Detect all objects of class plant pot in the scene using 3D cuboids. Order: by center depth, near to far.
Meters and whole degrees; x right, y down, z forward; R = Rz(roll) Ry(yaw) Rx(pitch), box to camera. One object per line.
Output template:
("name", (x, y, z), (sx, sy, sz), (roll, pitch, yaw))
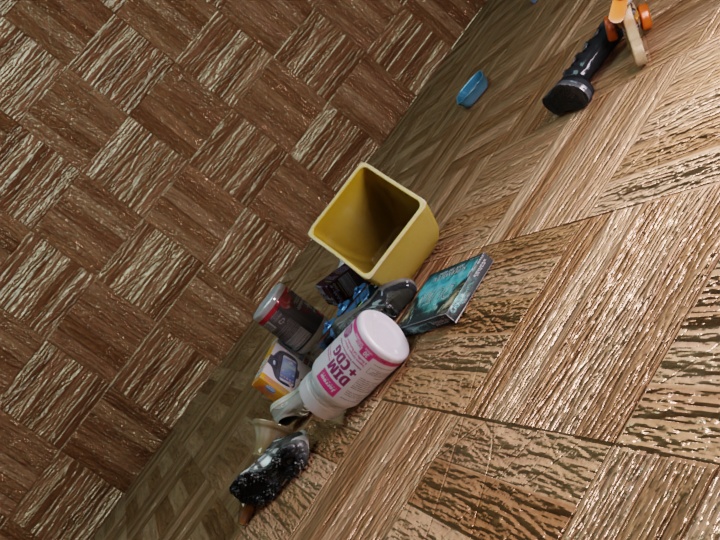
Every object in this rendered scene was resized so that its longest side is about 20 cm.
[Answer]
("plant pot", (0.052, -0.068, 1.664), (0.195, 0.200, 0.194), (37, 88, 35))

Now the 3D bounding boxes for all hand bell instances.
("hand bell", (-0.201, 0.410, 1.575), (0.104, 0.104, 0.201), (-34, 34, 60))

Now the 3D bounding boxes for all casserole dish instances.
("casserole dish", (0.362, -0.580, 2.532), (0.121, 0.039, 0.200), (-49, 10, 19))

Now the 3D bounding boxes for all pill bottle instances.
("pill bottle", (-0.016, 0.174, 1.417), (0.200, 0.113, 0.113), (-47, 11, 27))
("pill bottle", (-0.148, 0.130, 1.891), (0.111, 0.200, 0.111), (-49, 11, 13))

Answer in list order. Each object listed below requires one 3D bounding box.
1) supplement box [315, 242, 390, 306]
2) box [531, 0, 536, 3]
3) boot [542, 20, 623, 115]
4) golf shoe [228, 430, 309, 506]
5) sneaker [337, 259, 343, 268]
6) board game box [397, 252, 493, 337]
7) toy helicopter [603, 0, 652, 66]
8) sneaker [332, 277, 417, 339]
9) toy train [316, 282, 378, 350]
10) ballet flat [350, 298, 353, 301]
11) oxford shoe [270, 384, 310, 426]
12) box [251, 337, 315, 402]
("supplement box", (0.000, 0.000, 1.822), (0.200, 0.061, 0.109), (-36, 10, -13))
("box", (0.636, -1.076, 2.788), (0.200, 0.122, 0.193), (-47, 11, 26))
("boot", (0.448, -0.399, 1.507), (0.200, 0.066, 0.165), (-48, 12, -5))
("golf shoe", (-0.166, 0.378, 1.513), (0.200, 0.078, 0.095), (-36, 12, 23))
("sneaker", (-0.020, -0.030, 2.276), (0.071, 0.073, 0.200), (-33, 29, 35))
("board game box", (0.144, 0.047, 1.388), (0.135, 0.028, 0.200), (-56, 11, -23))
("toy helicopter", (0.470, -0.431, 1.371), (0.079, 0.132, 0.200), (-13, 45, 18))
("sneaker", (0.038, 0.101, 1.565), (0.199, 0.076, 0.114), (-34, 36, 10))
("toy train", (-0.013, 0.112, 1.694), (0.200, 0.087, 0.114), (-49, 14, 15))
("ballet flat", (-0.010, 0.079, 1.849), (0.072, 0.072, 0.200), (-54, 10, -11))
("oxford shoe", (-0.114, 0.276, 1.674), (0.200, 0.075, 0.058), (-37, 58, 30))
("box", (-0.174, 0.237, 1.872), (0.041, 0.119, 0.200), (-45, 13, 31))
